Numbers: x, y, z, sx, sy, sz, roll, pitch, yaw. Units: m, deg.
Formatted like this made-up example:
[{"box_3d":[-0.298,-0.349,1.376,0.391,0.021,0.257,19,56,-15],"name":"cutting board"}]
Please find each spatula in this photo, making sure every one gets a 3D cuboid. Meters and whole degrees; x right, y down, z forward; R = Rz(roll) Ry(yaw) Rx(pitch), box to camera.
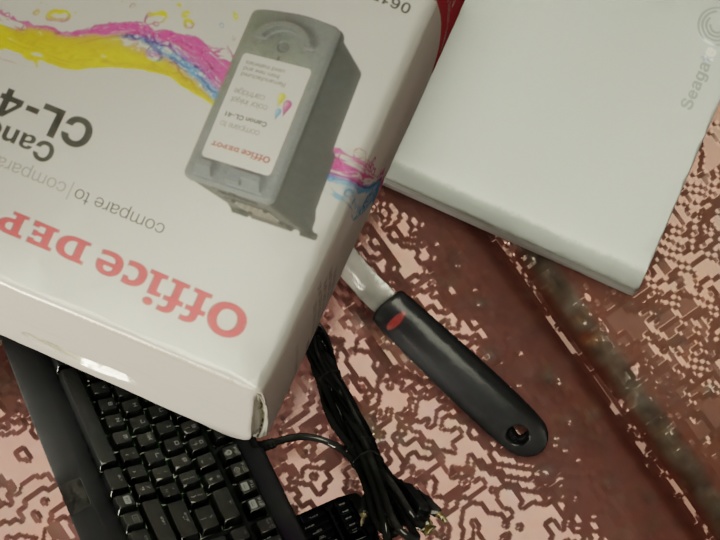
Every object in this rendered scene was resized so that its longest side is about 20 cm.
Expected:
[{"box_3d":[0.000,0.000,0.832,0.200,0.021,0.057,47,115,0],"name":"spatula"}]

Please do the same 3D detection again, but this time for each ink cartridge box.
[{"box_3d":[-0.059,-0.062,0.763,0.147,0.086,0.200,22,73,4],"name":"ink cartridge box"}]

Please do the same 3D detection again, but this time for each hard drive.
[{"box_3d":[0.043,-0.091,0.850,0.200,0.026,0.132,24,83,3],"name":"hard drive"}]

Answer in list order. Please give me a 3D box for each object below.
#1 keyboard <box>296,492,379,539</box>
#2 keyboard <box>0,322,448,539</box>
[{"box_3d":[-0.086,0.129,0.777,0.200,0.104,0.040,-25,111,-4],"name":"keyboard"},{"box_3d":[-0.048,0.064,0.781,0.127,0.021,0.200,-15,53,-20],"name":"keyboard"}]
